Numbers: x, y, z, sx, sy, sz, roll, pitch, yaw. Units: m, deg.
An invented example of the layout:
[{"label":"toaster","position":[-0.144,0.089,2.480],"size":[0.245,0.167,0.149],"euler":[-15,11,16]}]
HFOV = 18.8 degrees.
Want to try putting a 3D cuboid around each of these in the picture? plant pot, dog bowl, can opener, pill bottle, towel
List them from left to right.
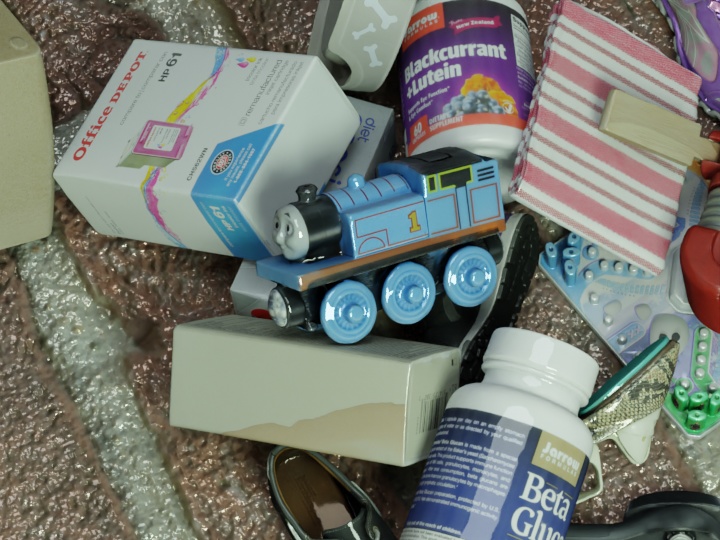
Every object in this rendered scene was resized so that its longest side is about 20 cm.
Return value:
[{"label":"plant pot","position":[-0.354,-0.133,1.692],"size":[0.199,0.178,0.200],"euler":[-19,56,-37]},{"label":"dog bowl","position":[0.010,-0.237,1.768],"size":[0.058,0.200,0.201],"euler":[15,62,-9]},{"label":"pill bottle","position":[0.085,-0.160,1.763],"size":[0.111,0.112,0.201],"euler":[-5,61,0]},{"label":"pill bottle","position":[0.101,0.148,1.541],"size":[0.110,0.111,0.201],"euler":[17,76,12]},{"label":"can opener","position":[0.177,0.208,1.599],"size":[0.199,0.079,0.064],"euler":[-8,99,3]},{"label":"towel","position":[0.194,-0.106,1.713],"size":[0.146,0.030,0.201],"euler":[27,58,-19]}]

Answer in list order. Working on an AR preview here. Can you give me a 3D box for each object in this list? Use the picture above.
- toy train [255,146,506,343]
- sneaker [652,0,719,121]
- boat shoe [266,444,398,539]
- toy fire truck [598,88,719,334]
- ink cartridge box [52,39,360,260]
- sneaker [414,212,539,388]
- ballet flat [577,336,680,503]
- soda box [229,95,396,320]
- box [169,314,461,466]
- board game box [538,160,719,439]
[{"label":"toy train","position":[0.017,-0.020,1.602],"size":[0.199,0.087,0.115],"euler":[-16,105,-27]},{"label":"sneaker","position":[0.294,-0.211,1.792],"size":[0.080,0.089,0.201],"euler":[-19,63,-8]},{"label":"boat shoe","position":[-0.005,0.209,1.597],"size":[0.072,0.068,0.200],"euler":[-32,67,-13]},{"label":"toy fire truck","position":[0.278,-0.050,1.669],"size":[0.199,0.129,0.177],"euler":[14,63,23]},{"label":"ink cartridge box","position":[-0.123,-0.097,1.713],"size":[0.199,0.085,0.145],"euler":[8,59,38]},{"label":"sneaker","position":[0.069,0.041,1.691],"size":[0.087,0.076,0.201],"euler":[9,58,25]},{"label":"ballet flat","position":[0.168,0.130,1.635],"size":[0.199,0.068,0.076],"euler":[-31,89,-4]},{"label":"soda box","position":[-0.036,-0.043,1.734],"size":[0.068,0.064,0.201],"euler":[17,64,13]},{"label":"box","position":[-0.035,0.086,1.608],"size":[0.199,0.095,0.078],"euler":[8,98,27]},{"label":"board game box","position":[0.276,0.004,1.713],"size":[0.199,0.026,0.200],"euler":[-33,65,-14]}]
